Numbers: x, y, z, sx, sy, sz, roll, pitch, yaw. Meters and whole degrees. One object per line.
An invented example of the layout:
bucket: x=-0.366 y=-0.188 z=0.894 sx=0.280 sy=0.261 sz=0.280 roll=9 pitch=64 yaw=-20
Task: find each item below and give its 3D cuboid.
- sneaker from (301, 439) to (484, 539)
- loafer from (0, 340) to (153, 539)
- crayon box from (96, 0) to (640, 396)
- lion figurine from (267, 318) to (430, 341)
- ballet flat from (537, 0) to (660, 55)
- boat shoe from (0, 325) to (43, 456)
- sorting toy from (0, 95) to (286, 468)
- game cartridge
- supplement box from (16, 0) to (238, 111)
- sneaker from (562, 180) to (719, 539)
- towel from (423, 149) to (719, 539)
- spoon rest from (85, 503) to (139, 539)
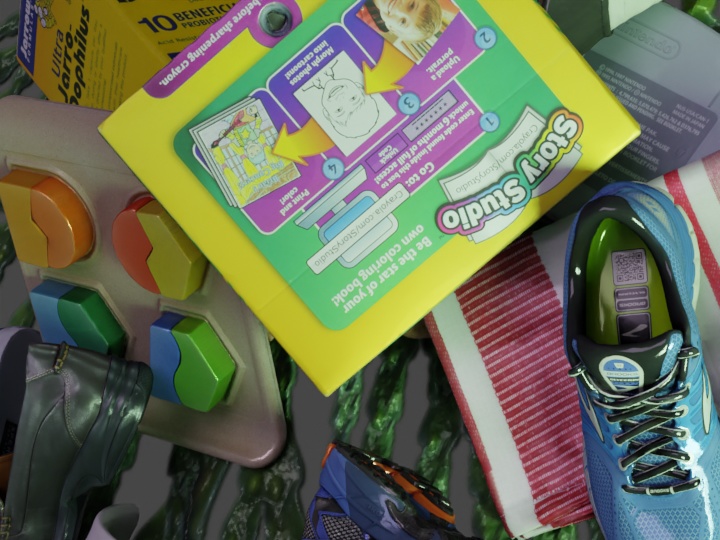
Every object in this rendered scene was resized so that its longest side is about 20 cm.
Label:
sneaker: x=0.035 y=0.162 z=0.767 sx=0.200 sy=0.075 sz=0.079 roll=37 pitch=101 yaw=52
loafer: x=-0.189 y=0.128 z=0.884 sx=0.200 sy=0.072 sz=0.073 roll=-63 pitch=13 yaw=12
crayon box: x=0.004 y=-0.070 z=0.761 sx=0.200 sy=0.058 sz=0.173 roll=-40 pitch=96 yaw=6
lion figurine: x=0.000 y=0.000 z=0.855 sx=0.200 sy=0.072 sz=0.123 roll=15 pitch=114 yaw=27
ballet flat: x=0.141 y=-0.184 z=0.828 sx=0.068 sy=0.068 sz=0.200 roll=9 pitch=61 yaw=20
boat shoe: x=-0.257 y=0.127 z=0.949 sx=0.086 sy=0.075 sz=0.202 roll=-1 pitch=66 yaw=29
sorting toy: x=-0.133 y=0.009 z=0.881 sx=0.185 sy=0.200 sz=0.036 roll=12 pitch=32 yaw=33
game cartridge: x=0.132 y=-0.084 z=0.842 sx=0.200 sy=0.040 sz=0.133 roll=36 pitch=93 yaw=36
supplement box: x=-0.112 y=-0.127 z=0.930 sx=0.200 sy=0.109 sz=0.110 roll=47 pitch=138 yaw=35
sneaker: x=0.124 y=0.058 z=0.710 sx=0.078 sy=0.089 sz=0.201 roll=-13 pitch=84 yaw=22
towel: x=0.137 y=0.035 z=0.766 sx=0.200 sy=0.023 sz=0.144 roll=-24 pitch=78 yaw=19
spoon rest: x=-0.087 y=0.187 z=0.830 sx=0.200 sy=0.061 sz=0.100 roll=28 pitch=93 yaw=37
